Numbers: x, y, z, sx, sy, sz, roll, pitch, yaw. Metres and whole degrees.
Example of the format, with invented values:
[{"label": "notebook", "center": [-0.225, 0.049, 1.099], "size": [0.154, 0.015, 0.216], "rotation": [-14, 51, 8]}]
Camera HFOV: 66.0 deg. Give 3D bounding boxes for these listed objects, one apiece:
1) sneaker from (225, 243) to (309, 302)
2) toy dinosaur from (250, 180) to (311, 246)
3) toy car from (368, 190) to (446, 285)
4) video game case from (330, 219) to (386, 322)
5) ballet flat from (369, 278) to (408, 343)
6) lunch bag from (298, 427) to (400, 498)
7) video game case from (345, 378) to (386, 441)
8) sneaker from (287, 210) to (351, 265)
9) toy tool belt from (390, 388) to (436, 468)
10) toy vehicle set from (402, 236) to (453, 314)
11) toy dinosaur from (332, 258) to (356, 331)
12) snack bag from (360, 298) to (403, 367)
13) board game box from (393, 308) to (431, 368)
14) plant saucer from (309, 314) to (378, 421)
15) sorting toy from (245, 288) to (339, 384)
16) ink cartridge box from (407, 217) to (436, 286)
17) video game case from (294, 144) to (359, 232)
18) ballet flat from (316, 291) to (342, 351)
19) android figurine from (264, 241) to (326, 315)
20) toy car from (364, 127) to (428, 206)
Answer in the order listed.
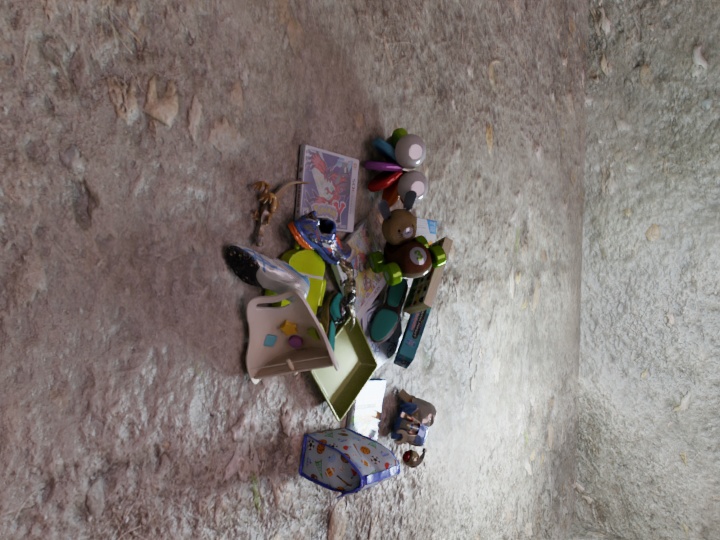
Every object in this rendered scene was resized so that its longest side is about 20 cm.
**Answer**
[{"label": "sneaker", "center": [-0.193, -0.001, 1.156], "size": [0.199, 0.072, 0.073], "rotation": [32, 37, -26]}, {"label": "toy dinosaur", "center": [-0.188, -0.148, 1.180], "size": [0.202, 0.060, 0.107], "rotation": [-60, 161, -19]}, {"label": "toy car", "center": [0.108, -0.094, 1.392], "size": [0.162, 0.158, 0.203], "rotation": [-20, 119, -20]}, {"label": "video game case", "center": [0.000, 0.000, 1.441], "size": [0.182, 0.023, 0.202], "rotation": [-52, 132, -42]}, {"label": "ballet flat", "center": [0.081, 0.114, 1.514], "size": [0.074, 0.073, 0.202], "rotation": [48, 61, -44]}, {"label": "lunch bag", "center": [-0.024, 0.475, 1.358], "size": [0.169, 0.198, 0.126], "rotation": [7, 90, -52]}, {"label": "video game case", "center": [0.012, 0.405, 1.539], "size": [0.142, 0.018, 0.204], "rotation": [12, 86, -53]}, {"label": "sneaker", "center": [-0.076, -0.074, 1.265], "size": [0.199, 0.078, 0.076], "rotation": [26, 31, -54]}, {"label": "toy tool belt", "center": [0.137, 0.468, 1.651], "size": [0.122, 0.125, 0.203], "rotation": [27, 68, -18]}, {"label": "toy vehicle set", "center": [0.181, 0.015, 1.498], "size": [0.026, 0.124, 0.203], "rotation": [27, 68, -14]}, {"label": "toy dinosaur", "center": [-0.032, 0.076, 1.304], "size": [0.088, 0.047, 0.203], "rotation": [-56, 148, -60]}, {"label": "snack bag", "center": [0.061, 0.169, 1.563], "size": [0.199, 0.021, 0.192], "rotation": [-30, 119, -49]}, {"label": "board game box", "center": [0.154, 0.165, 1.570], "size": [0.151, 0.046, 0.203], "rotation": [99, 12, -71]}, {"label": "plant saucer", "center": [-0.052, 0.241, 1.407], "size": [0.201, 0.047, 0.202], "rotation": [-51, 132, -35]}, {"label": "sorting toy", "center": [-0.155, 0.127, 1.169], "size": [0.107, 0.196, 0.182], "rotation": [-78, 154, -60]}, {"label": "ink cartridge box", "center": [0.160, -0.050, 1.617], "size": [0.114, 0.067, 0.204], "rotation": [1, 95, -52]}, {"label": "video game case", "center": [-0.077, -0.190, 1.328], "size": [0.198, 0.023, 0.186], "rotation": [1, 94, -52]}, {"label": "ballet flat", "center": [-0.085, 0.122, 1.326], "size": [0.201, 0.062, 0.069], "rotation": [-79, 154, -53]}, {"label": "android figurine", "center": [-0.142, 0.034, 1.265], "size": [0.181, 0.041, 0.204], "rotation": [10, 88, -52]}, {"label": "toy car", "center": [0.083, -0.263, 1.440], "size": [0.147, 0.175, 0.204], "rotation": [-9, 106, -13]}]
